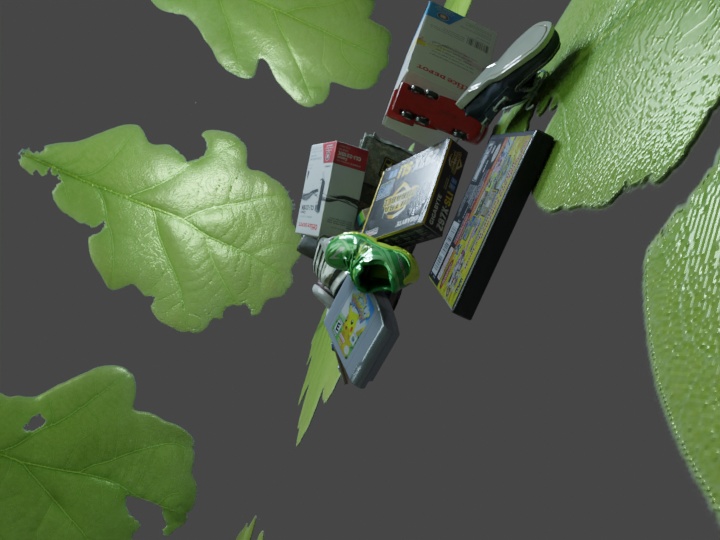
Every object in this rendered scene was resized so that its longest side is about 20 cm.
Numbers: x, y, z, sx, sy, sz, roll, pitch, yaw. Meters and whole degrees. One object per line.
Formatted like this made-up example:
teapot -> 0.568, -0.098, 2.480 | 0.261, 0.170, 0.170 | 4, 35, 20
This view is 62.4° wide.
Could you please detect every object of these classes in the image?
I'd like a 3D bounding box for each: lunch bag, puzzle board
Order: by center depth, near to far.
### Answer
puzzle board -> -0.049, 0.139, 1.328 | 0.201, 0.017, 0.154 | -86, -18, -71
lunch bag -> 0.048, -0.199, 1.366 | 0.118, 0.161, 0.202 | -79, 12, -56

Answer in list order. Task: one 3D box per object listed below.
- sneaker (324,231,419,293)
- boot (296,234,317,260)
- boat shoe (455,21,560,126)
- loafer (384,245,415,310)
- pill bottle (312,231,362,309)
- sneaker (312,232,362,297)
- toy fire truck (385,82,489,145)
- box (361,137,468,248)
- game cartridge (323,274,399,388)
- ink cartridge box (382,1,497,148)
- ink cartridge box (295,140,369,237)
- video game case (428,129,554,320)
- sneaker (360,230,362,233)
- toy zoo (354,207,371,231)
sneaker -> 0.005, -0.012, 0.997 | 0.083, 0.198, 0.075 | -36, -55, -36
boot -> -0.060, -0.013, 1.380 | 0.073, 0.198, 0.182 | -60, -3, 38
boat shoe -> 0.181, -0.224, 0.714 | 0.075, 0.062, 0.200 | -53, 10, -19
loafer -> 0.058, 0.022, 1.076 | 0.071, 0.062, 0.204 | 4, 73, 51
pill bottle -> 0.000, 0.000, 1.221 | 0.201, 0.109, 0.109 | -50, 3, -9
sneaker -> -0.017, -0.058, 1.146 | 0.201, 0.115, 0.076 | -47, -23, -5
toy fire truck -> 0.117, -0.244, 0.938 | 0.140, 0.197, 0.050 | -3, -63, -66
box -> 0.085, -0.120, 1.014 | 0.199, 0.049, 0.162 | -13, 51, 59
game cartridge -> -0.001, 0.088, 1.028 | 0.135, 0.040, 0.201 | -58, 31, 16
ink cartridge box -> 0.147, -0.354, 1.104 | 0.145, 0.145, 0.203 | 122, 169, -58
ink cartridge box -> -0.064, -0.165, 1.286 | 0.144, 0.082, 0.205 | 14, 93, 63
video game case -> 0.141, -0.060, 0.687 | 0.181, 0.025, 0.203 | -98, 31, -79
sneaker -> 0.031, -0.106, 1.666 | 0.086, 0.074, 0.200 | -64, -3, 16
toy zoo -> 0.054, -0.118, 1.255 | 0.200, 0.129, 0.021 | 143, 110, -82
